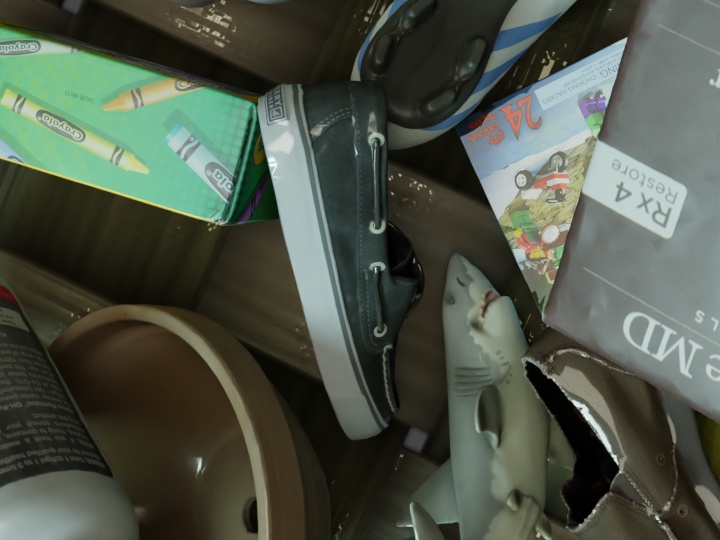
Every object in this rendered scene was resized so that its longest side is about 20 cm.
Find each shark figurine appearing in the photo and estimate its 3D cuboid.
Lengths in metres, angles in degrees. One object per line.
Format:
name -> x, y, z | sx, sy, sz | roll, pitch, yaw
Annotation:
shark figurine -> 0.042, 0.108, 0.816 | 0.089, 0.215, 0.128 | -24, 117, 31

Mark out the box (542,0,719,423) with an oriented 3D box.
box -> 0.197, -0.051, 0.672 | 0.165, 0.164, 0.202 | 30, 123, 26

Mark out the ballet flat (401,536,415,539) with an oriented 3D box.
ballet flat -> 0.094, 0.189, 0.850 | 0.198, 0.071, 0.071 | 22, 97, 4

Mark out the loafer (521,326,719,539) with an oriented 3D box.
loafer -> 0.122, 0.107, 0.799 | 0.070, 0.073, 0.202 | -22, 91, -17

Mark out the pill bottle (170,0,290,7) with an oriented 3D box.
pill bottle -> -0.015, -0.190, 0.804 | 0.199, 0.109, 0.110 | -19, 89, 34

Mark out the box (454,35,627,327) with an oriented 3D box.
box -> 0.161, -0.050, 0.833 | 0.199, 0.038, 0.138 | -26, 88, 11

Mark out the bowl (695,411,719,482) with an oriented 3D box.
bowl -> 0.244, 0.097, 0.790 | 0.198, 0.108, 0.203 | 1, 93, 10

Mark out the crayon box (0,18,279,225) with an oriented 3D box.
crayon box -> -0.132, -0.077, 0.848 | 0.198, 0.119, 0.059 | 17, 96, 10

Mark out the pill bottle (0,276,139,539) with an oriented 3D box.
pill bottle -> -0.165, 0.100, 0.787 | 0.111, 0.111, 0.201 | -43, 57, 10

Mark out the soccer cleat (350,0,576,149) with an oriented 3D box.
soccer cleat -> 0.064, -0.136, 0.837 | 0.070, 0.086, 0.200 | 44, 77, 0

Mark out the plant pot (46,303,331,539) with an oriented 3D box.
plant pot -> -0.078, 0.118, 0.842 | 0.200, 0.092, 0.203 | -4, 84, 45

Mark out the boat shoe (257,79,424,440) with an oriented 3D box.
boat shoe -> 0.000, 0.000, 0.812 | 0.056, 0.069, 0.201 | -12, 132, 2
